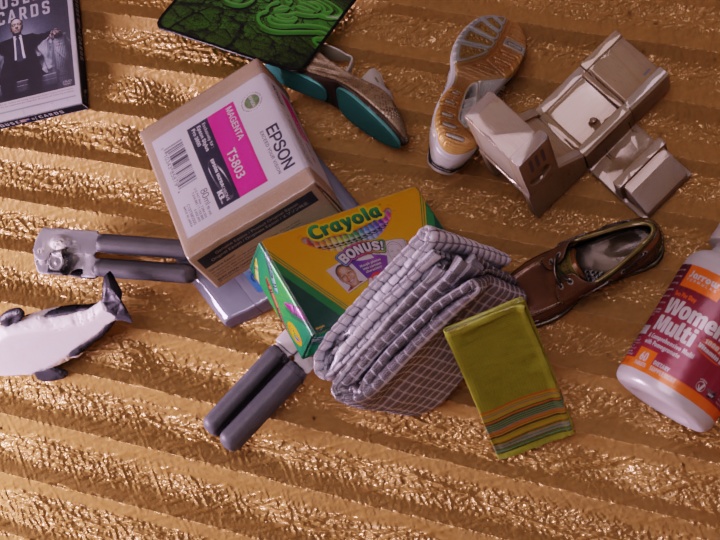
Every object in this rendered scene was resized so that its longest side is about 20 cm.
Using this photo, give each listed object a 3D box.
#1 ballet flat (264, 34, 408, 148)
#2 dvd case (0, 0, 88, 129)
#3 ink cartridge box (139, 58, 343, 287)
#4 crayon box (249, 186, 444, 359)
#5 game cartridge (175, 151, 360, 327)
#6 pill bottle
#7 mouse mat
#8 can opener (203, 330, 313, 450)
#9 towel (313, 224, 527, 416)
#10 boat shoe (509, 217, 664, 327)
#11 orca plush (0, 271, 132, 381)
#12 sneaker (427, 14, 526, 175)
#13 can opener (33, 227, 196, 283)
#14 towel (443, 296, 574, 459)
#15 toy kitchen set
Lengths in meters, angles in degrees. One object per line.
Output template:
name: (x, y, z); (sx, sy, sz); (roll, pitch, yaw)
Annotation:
ballet flat: (-0.015, -0.209, 1.733); (0.200, 0.071, 0.065); (33, 69, 17)
dvd case: (-0.408, -0.274, 1.873); (0.150, 0.025, 0.201); (-12, 73, 11)
ink cartridge box: (-0.134, -0.108, 1.691); (0.164, 0.075, 0.200); (-32, 54, 8)
crayon box: (0.000, 0.000, 1.622); (0.199, 0.058, 0.119); (-21, 67, -27)
game cartridge: (-0.100, -0.037, 1.722); (0.200, 0.040, 0.133); (-41, 73, 1)
pill bottle: (0.349, 0.050, 1.540); (0.109, 0.110, 0.200); (31, 85, 20)
mouse mat: (-0.115, -0.305, 1.777); (0.199, 0.008, 0.161); (21, 58, 21)
can opener: (-0.089, 0.101, 1.654); (0.053, 0.067, 0.200); (39, 80, 21)
towel: (0.068, 0.060, 1.561); (0.200, 0.165, 0.086); (-47, 61, 15)
boat shoe: (0.219, -0.003, 1.610); (0.200, 0.068, 0.072); (-30, 72, 7)
orca plush: (-0.343, 0.053, 1.740); (0.200, 0.105, 0.071); (-36, 27, 27)
sneaker: (0.117, -0.192, 1.689); (0.075, 0.088, 0.200); (27, 59, 2)
can opener: (-0.272, -0.015, 1.742); (0.199, 0.067, 0.054); (4, 86, 15)
towel: (0.150, 0.111, 1.535); (0.086, 0.200, 0.018); (-24, 41, 2)
toy kitchen set: (0.245, -0.144, 1.584); (0.200, 0.180, 0.163); (-45, 70, -1)
